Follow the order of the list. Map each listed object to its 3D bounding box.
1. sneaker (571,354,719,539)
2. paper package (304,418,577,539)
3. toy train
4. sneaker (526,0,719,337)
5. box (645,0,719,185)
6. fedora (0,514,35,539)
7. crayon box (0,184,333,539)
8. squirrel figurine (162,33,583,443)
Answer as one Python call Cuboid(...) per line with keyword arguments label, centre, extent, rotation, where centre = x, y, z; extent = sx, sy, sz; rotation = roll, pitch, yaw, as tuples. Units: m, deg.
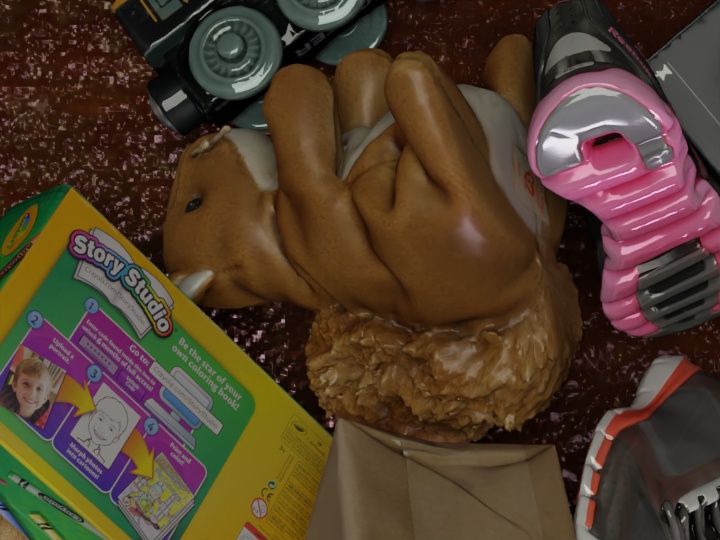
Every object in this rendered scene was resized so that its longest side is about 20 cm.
Cuboid(label="sneaker", centre=(0.146, 0.098, 1.055), extent=(0.081, 0.200, 0.078), rotation=(14, 121, 17))
Cuboid(label="paper package", centre=(0.022, 0.197, 0.999), extent=(0.103, 0.191, 0.201), rotation=(7, 127, -12))
Cuboid(label="toy train", centre=(-0.033, -0.154, 1.144), extent=(0.200, 0.085, 0.114), rotation=(-37, 75, 2))
Cuboid(label="sneaker", centre=(0.125, -0.048, 1.089), extent=(0.079, 0.200, 0.096), rotation=(-21, 49, 9))
Cuboid(label="box", centre=(0.242, -0.059, 1.115), extent=(0.141, 0.079, 0.200), rotation=(-39, 85, 1))
Cuboid(label="fedora", centre=(-0.222, 0.104, 1.130), extent=(0.199, 0.082, 0.202), rotation=(-7, 64, 14))
Cuboid(label="crayon box", centre=(-0.105, 0.074, 1.067), extent=(0.200, 0.058, 0.119), rotation=(45, 54, -21))
Cuboid(label="squirrel figurine", centre=(0.000, 0.000, 1.093), extent=(0.186, 0.141, 0.201), rotation=(-16, 99, 26))
